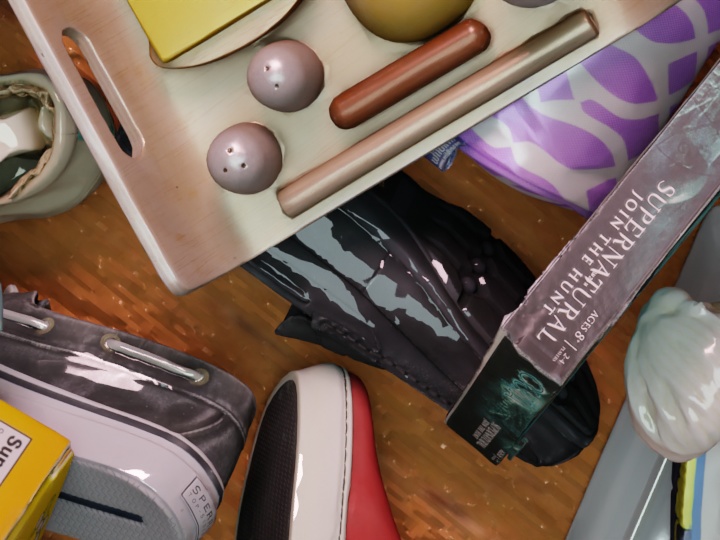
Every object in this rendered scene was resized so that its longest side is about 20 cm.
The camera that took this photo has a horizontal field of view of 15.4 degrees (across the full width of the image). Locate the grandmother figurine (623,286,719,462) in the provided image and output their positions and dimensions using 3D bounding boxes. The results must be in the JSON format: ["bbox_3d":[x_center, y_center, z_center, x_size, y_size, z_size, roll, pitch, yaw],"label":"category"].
[{"bbox_3d":[0.168,-0.005,0.877,0.199,0.122,0.061,-34,61,-17],"label":"grandmother figurine"}]

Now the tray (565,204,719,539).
[{"bbox_3d":[0.136,0.088,0.959,0.107,0.022,0.201,22,99,0],"label":"tray"}]

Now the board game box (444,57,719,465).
[{"bbox_3d":[0.104,-0.031,0.853,0.028,0.135,0.200,39,76,5],"label":"board game box"}]

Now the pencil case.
[{"bbox_3d":[0.094,-0.113,0.907,0.085,0.084,0.201,40,100,39],"label":"pencil case"}]

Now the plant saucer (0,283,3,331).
[{"bbox_3d":[-0.207,-0.007,0.906,0.199,0.019,0.070,-4,124,32],"label":"plant saucer"}]

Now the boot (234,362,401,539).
[{"bbox_3d":[0.032,0.134,0.945,0.143,0.072,0.201,2,74,-17],"label":"boot"}]

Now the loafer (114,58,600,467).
[{"bbox_3d":[0.000,0.000,0.938,0.200,0.068,0.070,42,119,-7],"label":"loafer"}]

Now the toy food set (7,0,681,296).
[{"bbox_3d":[-0.010,-0.103,0.852,0.199,0.060,0.144,-30,89,10],"label":"toy food set"}]

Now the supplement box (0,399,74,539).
[{"bbox_3d":[-0.214,0.074,0.888,0.199,0.109,0.110,30,139,3],"label":"supplement box"}]

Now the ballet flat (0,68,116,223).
[{"bbox_3d":[-0.186,-0.034,0.940,0.199,0.069,0.070,-13,97,6],"label":"ballet flat"}]

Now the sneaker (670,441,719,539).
[{"bbox_3d":[0.148,0.134,0.917,0.082,0.074,0.201,0,99,1],"label":"sneaker"}]

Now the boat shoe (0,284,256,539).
[{"bbox_3d":[-0.128,0.042,0.947,0.199,0.071,0.072,20,139,19],"label":"boat shoe"}]
